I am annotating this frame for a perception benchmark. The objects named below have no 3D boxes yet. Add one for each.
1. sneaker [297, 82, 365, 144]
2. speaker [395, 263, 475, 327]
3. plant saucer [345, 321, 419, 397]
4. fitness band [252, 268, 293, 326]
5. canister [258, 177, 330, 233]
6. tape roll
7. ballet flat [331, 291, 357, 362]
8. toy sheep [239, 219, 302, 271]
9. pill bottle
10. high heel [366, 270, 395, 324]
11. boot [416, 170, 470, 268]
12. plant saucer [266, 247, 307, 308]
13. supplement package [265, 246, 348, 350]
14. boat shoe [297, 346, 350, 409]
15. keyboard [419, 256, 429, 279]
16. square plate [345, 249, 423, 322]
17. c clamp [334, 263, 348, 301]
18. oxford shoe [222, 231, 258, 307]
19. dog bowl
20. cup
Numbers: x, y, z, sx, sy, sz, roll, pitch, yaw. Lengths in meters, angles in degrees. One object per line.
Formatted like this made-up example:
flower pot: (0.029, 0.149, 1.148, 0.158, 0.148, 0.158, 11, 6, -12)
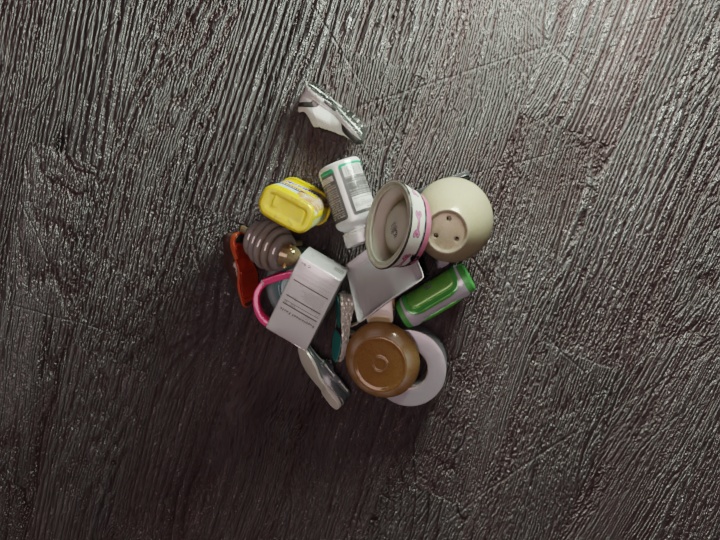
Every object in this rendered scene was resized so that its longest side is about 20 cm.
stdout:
sneaker: (-0.071, -0.376, 1.686, 0.199, 0.074, 0.080, 41, 119, 5)
speaker: (0.188, 0.064, 1.708, 0.197, 0.088, 0.090, -31, 95, 13)
plant saucer: (0.052, 0.233, 1.719, 0.195, 0.035, 0.206, 3, 103, 13)
fitness band: (-0.187, 0.075, 1.759, 0.195, 0.037, 0.147, -15, 98, 13)
canister: (-0.156, -0.162, 1.664, 0.146, 0.200, 0.088, 28, 105, 3)
tape roll: (0.127, 0.245, 1.763, 0.194, 0.066, 0.206, 2, 100, 10)
ballet flat: (-0.035, 0.151, 1.765, 0.070, 0.072, 0.205, 8, 116, 8)
toy sheep: (-0.230, -0.066, 1.720, 0.197, 0.137, 0.141, 23, 105, 26)
pill bottle: (-0.023, -0.166, 1.674, 0.111, 0.113, 0.205, -19, 89, 12)
high heel: (0.063, 0.058, 1.739, 0.069, 0.145, 0.202, 12, 144, 0)
boot: (0.225, -0.125, 1.676, 0.162, 0.066, 0.205, -19, 94, 21)
plant saucer: (-0.161, 0.044, 1.788, 0.195, 0.039, 0.207, 2, 101, 8)
supplement package: (-0.129, 0.068, 1.669, 0.118, 0.121, 0.203, 28, 106, 0)
boat shoe: (-0.098, 0.272, 1.820, 0.061, 0.073, 0.202, -32, 86, -29)
keyboard: (0.117, -0.066, 1.704, 0.103, 0.039, 0.205, -30, 76, 50)
square plate: (0.058, 0.006, 1.633, 0.196, 0.203, 0.028, -35, 131, 19)
c clamp: (0.000, 0.000, 1.759, 0.197, 0.027, 0.173, -31, 101, 9)
oxford shoe: (-0.323, -0.003, 1.803, 0.071, 0.071, 0.206, 4, 106, 38)
dog bowl: (0.089, -0.100, 1.553, 0.072, 0.200, 0.205, 10, 106, -29)
cup: (0.208, -0.104, 1.581, 0.195, 0.143, 0.206, 4, 106, 13)
